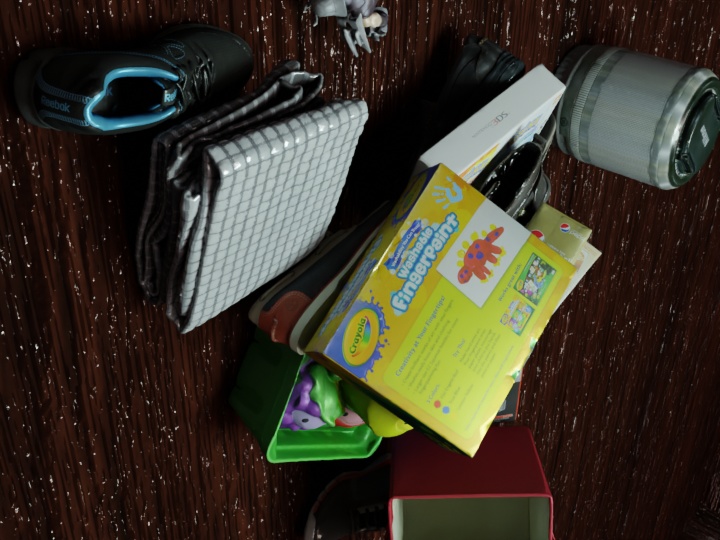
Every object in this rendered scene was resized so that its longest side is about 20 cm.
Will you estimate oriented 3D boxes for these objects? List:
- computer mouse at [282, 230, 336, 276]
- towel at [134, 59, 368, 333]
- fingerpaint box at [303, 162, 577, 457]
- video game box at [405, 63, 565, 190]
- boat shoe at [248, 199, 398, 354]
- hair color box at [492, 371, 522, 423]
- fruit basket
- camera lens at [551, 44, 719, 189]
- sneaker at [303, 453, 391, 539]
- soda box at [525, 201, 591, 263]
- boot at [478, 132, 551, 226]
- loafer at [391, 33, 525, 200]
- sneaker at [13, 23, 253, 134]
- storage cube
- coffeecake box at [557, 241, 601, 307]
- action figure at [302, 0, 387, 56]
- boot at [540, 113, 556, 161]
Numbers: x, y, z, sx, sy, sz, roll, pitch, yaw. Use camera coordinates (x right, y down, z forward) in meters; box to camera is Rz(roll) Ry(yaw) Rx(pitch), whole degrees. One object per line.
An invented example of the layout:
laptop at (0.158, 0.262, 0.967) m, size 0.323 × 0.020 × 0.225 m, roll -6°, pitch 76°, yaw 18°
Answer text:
computer mouse at (0.000, 0.000, 0.906) m, size 0.199 × 0.034 × 0.059 m, roll 13°, pitch 75°, yaw -30°
towel at (-0.098, -0.062, 0.709) m, size 0.165 × 0.086 × 0.201 m, roll -32°, pitch 157°, yaw -37°
fingerpaint box at (0.073, 0.036, 0.787) m, size 0.166 × 0.073 × 0.201 m, roll 35°, pitch 76°, yaw -12°
video game box at (0.118, -0.106, 0.938) m, size 0.200 × 0.047 × 0.183 m, roll -40°, pitch 163°, yaw -27°
boat shoe at (-0.023, -0.006, 0.835) m, size 0.200 × 0.062 × 0.071 m, roll -48°, pitch 152°, yaw -28°
hair color box at (0.136, 0.117, 1.031) m, size 0.100 × 0.062 × 0.201 m, roll -10°, pitch 144°, yaw 0°
fruit basket at (-0.002, 0.130, 0.893) m, size 0.215 × 0.215 × 0.157 m, roll 15°, pitch 99°, yaw -55°
camera lens at (0.367, -0.209, 1.167) m, size 0.159 × 0.199 × 0.161 m, roll -31°, pitch 134°, yaw -39°
sneaker at (0.012, 0.304, 1.127) m, size 0.199 × 0.082 × 0.078 m, roll -25°, pitch 130°, yaw -43°
soda box at (0.211, -0.003, 1.018) m, size 0.068 × 0.064 × 0.200 m, roll -55°, pitch 167°, yaw -13°
boot at (0.138, -0.051, 0.938) m, size 0.201 × 0.069 × 0.174 m, roll -58°, pitch 166°, yaw 8°
loafer at (0.093, -0.163, 0.952) m, size 0.200 × 0.072 × 0.073 m, roll -52°, pitch 168°, yaw 13°
sneaker at (-0.145, -0.132, 0.637) m, size 0.199 × 0.081 × 0.074 m, roll -28°, pitch 129°, yaw -44°
storage cube at (0.125, 0.296, 1.014) m, size 0.180 × 0.198 × 0.173 m, roll -79°, pitch 166°, yaw -76°
coffeecake box at (0.223, 0.050, 1.191) m, size 0.200 × 0.073 × 0.154 m, roll -48°, pitch 171°, yaw -16°
action figure at (0.020, -0.279, 0.781) m, size 0.200 × 0.069 × 0.131 m, roll -42°, pitch 147°, yaw -24°
boot at (0.200, -0.095, 1.131) m, size 0.201 × 0.073 × 0.151 m, roll -60°, pitch 147°, yaw -9°
